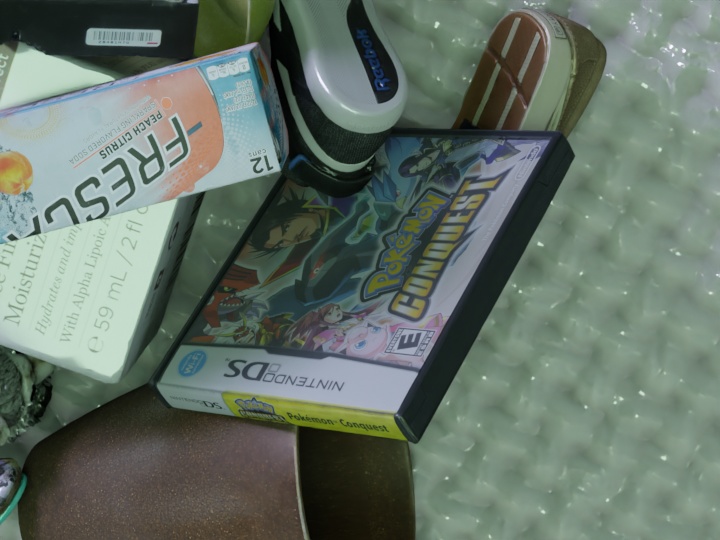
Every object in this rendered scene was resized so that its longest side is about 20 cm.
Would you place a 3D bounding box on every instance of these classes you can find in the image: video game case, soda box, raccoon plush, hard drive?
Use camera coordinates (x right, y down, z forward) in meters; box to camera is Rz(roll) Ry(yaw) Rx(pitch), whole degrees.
[{"bbox_3d":[0.000,0.000,1.146,0.180,0.200,0.026,4,142,40],"label":"video game case"},{"bbox_3d":[-0.138,-0.059,1.062,0.199,0.068,0.064,-15,100,4],"label":"soda box"},{"bbox_3d":[-0.260,0.093,1.235,0.200,0.134,0.097,-41,96,10],"label":"raccoon plush"},{"bbox_3d":[-0.177,-0.170,1.128,0.139,0.200,0.038,0,118,-20],"label":"hard drive"}]

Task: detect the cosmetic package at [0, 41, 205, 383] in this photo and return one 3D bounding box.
[{"bbox_3d":[-0.192,-0.058,1.185,0.199,0.165,0.166,19,100,0],"label":"cosmetic package"}]

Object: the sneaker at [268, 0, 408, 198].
[{"bbox_3d":[-0.033,-0.131,1.189,0.073,0.201,0.112,4,143,-21],"label":"sneaker"}]

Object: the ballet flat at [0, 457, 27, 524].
[{"bbox_3d":[-0.276,0.158,1.248,0.072,0.072,0.200,46,129,-6],"label":"ballet flat"}]

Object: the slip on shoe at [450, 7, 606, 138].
[{"bbox_3d":[0.077,-0.060,1.223,0.060,0.076,0.201,5,119,-43],"label":"slip on shoe"}]

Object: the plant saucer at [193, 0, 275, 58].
[{"bbox_3d":[-0.089,-0.207,1.146,0.031,0.200,0.201,-19,101,-19],"label":"plant saucer"}]

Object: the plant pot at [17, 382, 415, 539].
[{"bbox_3d":[-0.092,0.132,1.227,0.199,0.187,0.188,-8,101,20],"label":"plant pot"}]
